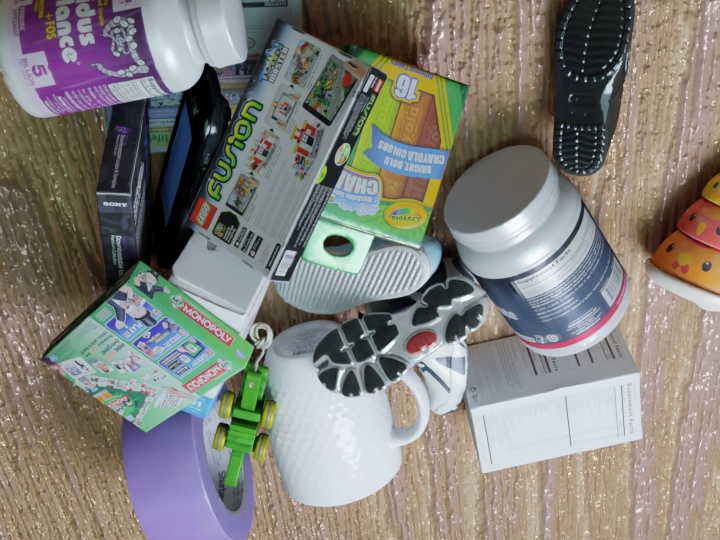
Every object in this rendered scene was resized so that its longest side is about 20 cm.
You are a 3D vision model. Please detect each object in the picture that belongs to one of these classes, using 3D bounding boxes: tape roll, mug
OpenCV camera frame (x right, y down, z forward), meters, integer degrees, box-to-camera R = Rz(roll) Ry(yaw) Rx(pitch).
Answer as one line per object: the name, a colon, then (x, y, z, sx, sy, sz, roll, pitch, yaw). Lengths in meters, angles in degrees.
tape roll: (-0.192, 0.217, 1.190, 0.084, 0.201, 0.201, -14, 127, 7)
mug: (-0.017, 0.152, 1.191, 0.198, 0.148, 0.177, -5, 115, 21)

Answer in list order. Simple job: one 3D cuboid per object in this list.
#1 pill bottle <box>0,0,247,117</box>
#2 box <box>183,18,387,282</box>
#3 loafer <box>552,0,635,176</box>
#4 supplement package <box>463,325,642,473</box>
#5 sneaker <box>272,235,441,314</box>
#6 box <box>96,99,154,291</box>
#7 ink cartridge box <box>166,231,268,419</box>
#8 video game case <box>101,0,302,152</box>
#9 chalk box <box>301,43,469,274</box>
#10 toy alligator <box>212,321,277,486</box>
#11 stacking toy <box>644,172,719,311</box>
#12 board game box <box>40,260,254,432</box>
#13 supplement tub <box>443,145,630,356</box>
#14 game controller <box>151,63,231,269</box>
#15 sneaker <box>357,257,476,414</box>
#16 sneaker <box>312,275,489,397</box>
pill bottle: (-0.203, -0.204, 0.907, 0.198, 0.113, 0.113, -10, 127, 8)
box: (-0.068, -0.104, 0.914, 0.035, 0.110, 0.202, 9, 110, -62)
loafer: (0.229, -0.199, 1.039, 0.072, 0.071, 0.202, 16, 116, 19)
supplement package: (0.225, 0.147, 1.253, 0.198, 0.110, 0.115, -12, 126, 2)
sneaker: (0.000, 0.000, 1.136, 0.198, 0.082, 0.075, -3, 105, 30)
box: (-0.224, -0.049, 1.010, 0.036, 0.144, 0.201, 3, 136, -7)
ink cartridge box: (-0.148, 0.033, 1.060, 0.084, 0.145, 0.201, 24, 139, -1)
video game case: (-0.154, -0.200, 1.007, 0.197, 0.022, 0.184, -3, 126, -6)
chalk box: (0.001, -0.097, 0.991, 0.124, 0.124, 0.202, 14, 94, -18)
toy alligator: (-0.119, 0.139, 1.138, 0.059, 0.054, 0.202, 13, 109, -2)
stacking toy: (0.408, -0.061, 1.141, 0.145, 0.146, 0.202, 12, 104, -16)
board game box: (-0.209, 0.080, 1.003, 0.134, 0.029, 0.199, 38, 136, -18)
supplement tub: (0.188, -0.018, 1.110, 0.139, 0.141, 0.200, -30, 124, 14)
game controller: (-0.168, -0.099, 0.997, 0.042, 0.105, 0.201, 0, 133, -29)
sneaker: (0.058, 0.078, 1.201, 0.128, 0.080, 0.201, 1, 125, -7)
sneaker: (0.047, 0.075, 1.108, 0.198, 0.083, 0.081, -23, 81, 5)
